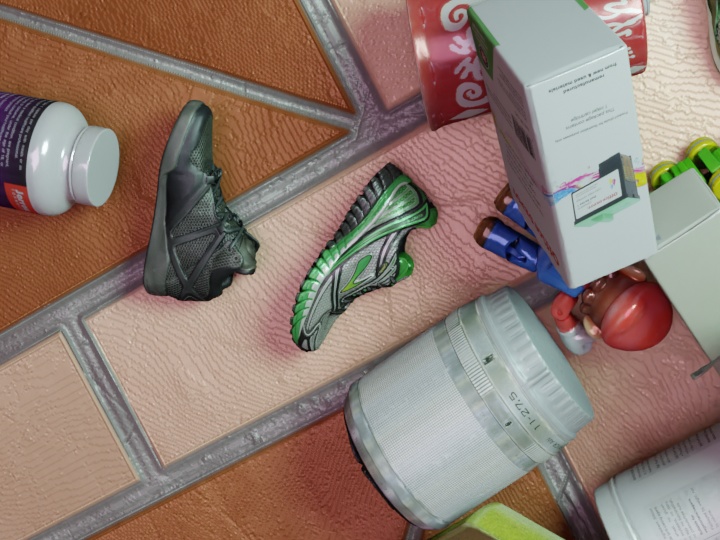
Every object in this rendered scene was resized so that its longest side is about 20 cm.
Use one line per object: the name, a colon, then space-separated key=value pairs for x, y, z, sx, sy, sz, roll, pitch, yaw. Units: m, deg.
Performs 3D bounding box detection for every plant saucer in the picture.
plant saucer: x=0.150 y=0.290 z=1.024 sx=0.198 sy=0.048 sz=0.200 roll=30 pitch=147 yaw=-6

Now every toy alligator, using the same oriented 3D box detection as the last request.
toy alligator: x=0.333 y=-0.090 z=0.987 sx=0.199 sy=0.060 sz=0.054 roll=-33 pitch=132 yaw=13

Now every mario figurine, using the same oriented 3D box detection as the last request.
mario figurine: x=0.208 y=-0.002 z=1.020 sx=0.199 sy=0.124 sz=0.106 roll=39 pitch=64 yaw=11

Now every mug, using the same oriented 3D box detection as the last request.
mug: x=0.143 y=-0.231 z=0.962 sx=0.197 sy=0.133 sz=0.180 roll=-10 pitch=98 yaw=8

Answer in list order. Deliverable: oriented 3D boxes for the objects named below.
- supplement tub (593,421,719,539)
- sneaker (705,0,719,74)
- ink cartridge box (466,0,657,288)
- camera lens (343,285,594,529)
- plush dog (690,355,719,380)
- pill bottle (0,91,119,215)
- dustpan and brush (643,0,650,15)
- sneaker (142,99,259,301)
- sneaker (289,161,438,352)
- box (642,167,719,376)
supplement tub: x=0.330 y=0.214 z=0.991 sx=0.198 sy=0.132 sz=0.133 roll=-30 pitch=92 yaw=14
sneaker: x=0.327 y=-0.258 z=0.943 sx=0.076 sy=0.089 sz=0.202 roll=-22 pitch=93 yaw=13
ink cartridge box: x=0.163 y=-0.111 z=0.872 sx=0.083 sy=0.146 sz=0.202 roll=-21 pitch=128 yaw=0
camera lens: x=0.095 y=0.130 z=1.006 sx=0.199 sy=0.160 sz=0.161 roll=-36 pitch=91 yaw=13
plush dog: x=0.371 y=0.108 z=0.835 sx=0.198 sy=0.161 sz=0.173 roll=-23 pitch=70 yaw=-27
pill bottle: x=-0.347 y=-0.119 z=1.073 sx=0.197 sy=0.112 sz=0.114 roll=11 pitch=100 yaw=9
dustpan and brush: x=0.244 y=-0.325 z=0.951 sx=0.057 sy=0.139 sz=0.201 roll=-36 pitch=124 yaw=-14
sneaker: x=-0.145 y=-0.062 z=1.067 sx=0.112 sy=0.076 sz=0.202 roll=12 pitch=103 yaw=6
sneaker: x=0.000 y=0.000 z=1.046 sx=0.085 sy=0.078 sz=0.201 roll=36 pitch=102 yaw=3
box: x=0.317 y=0.021 z=0.951 sx=0.077 sy=0.095 sz=0.201 roll=-32 pitch=114 yaw=15
